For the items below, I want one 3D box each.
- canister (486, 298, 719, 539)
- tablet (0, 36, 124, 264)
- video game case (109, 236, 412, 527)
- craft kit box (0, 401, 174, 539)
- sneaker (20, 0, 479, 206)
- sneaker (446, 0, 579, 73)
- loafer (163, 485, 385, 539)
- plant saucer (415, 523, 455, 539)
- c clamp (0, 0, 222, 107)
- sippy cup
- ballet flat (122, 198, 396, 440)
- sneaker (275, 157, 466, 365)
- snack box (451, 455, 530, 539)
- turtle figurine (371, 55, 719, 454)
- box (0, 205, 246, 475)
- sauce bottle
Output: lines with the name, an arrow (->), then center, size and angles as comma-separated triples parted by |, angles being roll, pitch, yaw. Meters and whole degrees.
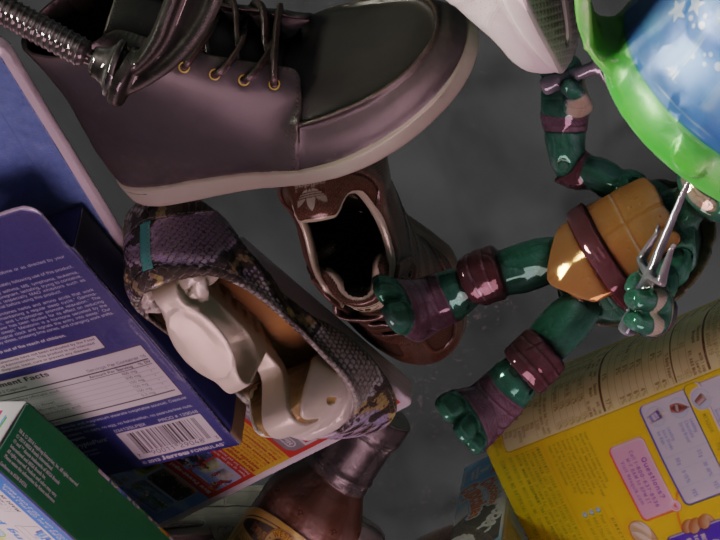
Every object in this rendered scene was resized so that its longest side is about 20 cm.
canister -> 0.177, 0.093, 1.270 | 0.199, 0.086, 0.149 | -25, 95, 35
tablet -> -0.188, -0.036, 1.184 | 0.129, 0.014, 0.201 | -8, 139, 17
video game case -> -0.092, 0.067, 1.306 | 0.199, 0.018, 0.143 | -28, 129, 28
craft kit box -> -0.183, 0.146, 1.322 | 0.197, 0.049, 0.200 | -6, 136, 43
sneaker -> -0.052, -0.094, 1.103 | 0.199, 0.075, 0.106 | -17, 136, 26
sneaker -> 0.028, -0.157, 1.033 | 0.080, 0.071, 0.201 | -12, 133, 33
loafer -> -0.085, 0.162, 1.428 | 0.198, 0.070, 0.070 | 7, 142, -3
plant saucer -> 0.094, 0.205, 1.495 | 0.198, 0.035, 0.201 | 2, 141, 2
c clamp -> -0.153, -0.135, 1.058 | 0.199, 0.027, 0.172 | 24, 123, 7
sippy cup -> 0.188, -0.110, 1.028 | 0.177, 0.140, 0.131 | -9, 142, -39
ballet flat -> -0.051, 0.043, 1.216 | 0.072, 0.072, 0.200 | -21, 133, 28
sneaker -> 0.000, 0.000, 1.214 | 0.070, 0.076, 0.200 | -11, 139, 18
snack box -> 0.090, 0.181, 1.310 | 0.037, 0.200, 0.117 | -27, 101, 14
turtle figurine -> 0.109, -0.011, 1.127 | 0.200, 0.150, 0.101 | -38, 136, 12
box -> -0.156, 0.032, 1.228 | 0.120, 0.033, 0.200 | -14, 137, 23
sauce bottle -> -0.042, 0.155, 1.363 | 0.064, 0.065, 0.201 | 25, 104, -25
